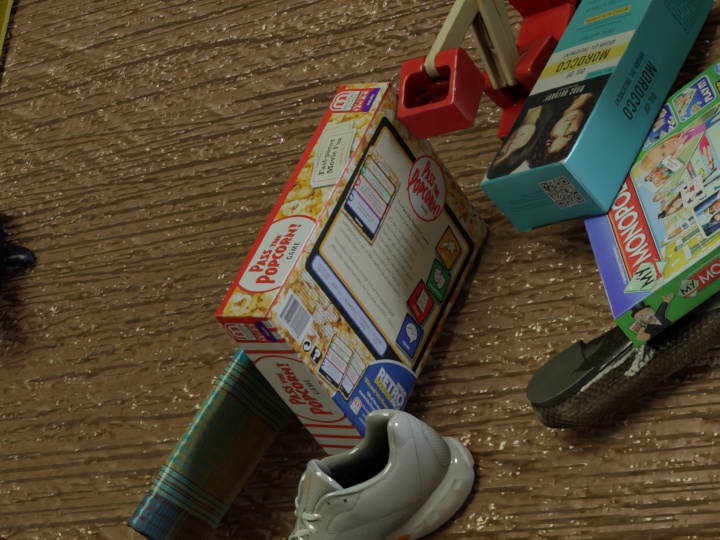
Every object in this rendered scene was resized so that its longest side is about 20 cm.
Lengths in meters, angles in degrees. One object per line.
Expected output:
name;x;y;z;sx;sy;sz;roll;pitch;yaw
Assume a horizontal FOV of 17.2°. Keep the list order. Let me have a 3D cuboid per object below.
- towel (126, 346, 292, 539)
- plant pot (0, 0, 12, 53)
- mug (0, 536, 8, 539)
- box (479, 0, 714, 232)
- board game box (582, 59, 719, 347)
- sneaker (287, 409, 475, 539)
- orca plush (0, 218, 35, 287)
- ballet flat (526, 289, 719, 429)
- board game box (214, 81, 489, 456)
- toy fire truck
towel;-0.084;0.102;1.618;0.022;0.147;0.201;30;81;18
plant pot;-0.464;-0.200;2.204;0.176;0.200;0.201;-31;40;38
mug;-0.280;0.288;1.653;0.177;0.133;0.201;-27;46;28
box;0.159;-0.119;1.592;0.082;0.049;0.201;-13;38;48
board game box;0.205;-0.048;1.503;0.134;0.029;0.200;-36;26;15
sneaker;-0.023;0.167;1.530;0.200;0.092;0.076;-49;37;0
orca plush;-0.307;-0.018;1.980;0.071;0.106;0.200;-6;14;-7
ballet flat;0.194;0.042;1.470;0.199;0.046;0.067;-33;24;11
board game box;0.000;0.000;1.579;0.046;0.152;0.201;0;49;39
toy fire truck;0.098;-0.154;1.643;0.049;0.141;0.201;-13;51;37
